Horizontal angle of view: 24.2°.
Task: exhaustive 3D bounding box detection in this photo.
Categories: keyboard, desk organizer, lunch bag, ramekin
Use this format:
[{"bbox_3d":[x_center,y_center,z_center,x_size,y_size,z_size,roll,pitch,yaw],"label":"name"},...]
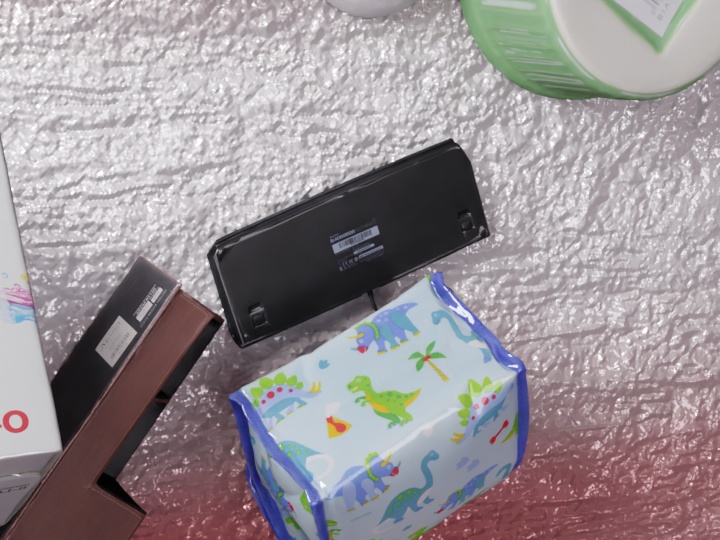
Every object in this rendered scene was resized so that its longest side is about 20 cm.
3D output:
[{"bbox_3d":[0.000,0.000,1.139,0.199,0.021,0.128,-24,111,-18],"label":"keyboard"},{"bbox_3d":[-0.156,0.100,1.058,0.077,0.072,0.200,37,86,-31],"label":"desk organizer"},{"bbox_3d":[0.017,0.123,1.120,0.170,0.128,0.200,-30,144,-15],"label":"lunch bag"},{"bbox_3d":[0.172,-0.208,1.124,0.199,0.098,0.201,-7,106,-25],"label":"ramekin"}]

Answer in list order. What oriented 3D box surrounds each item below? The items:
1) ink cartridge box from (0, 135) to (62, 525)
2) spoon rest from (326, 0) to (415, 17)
[{"bbox_3d":[-0.259,0.036,0.898,0.145,0.145,0.201,-5,69,-26],"label":"ink cartridge box"},{"bbox_3d":[0.044,-0.250,1.083,0.200,0.061,0.099,-46,117,6],"label":"spoon rest"}]
